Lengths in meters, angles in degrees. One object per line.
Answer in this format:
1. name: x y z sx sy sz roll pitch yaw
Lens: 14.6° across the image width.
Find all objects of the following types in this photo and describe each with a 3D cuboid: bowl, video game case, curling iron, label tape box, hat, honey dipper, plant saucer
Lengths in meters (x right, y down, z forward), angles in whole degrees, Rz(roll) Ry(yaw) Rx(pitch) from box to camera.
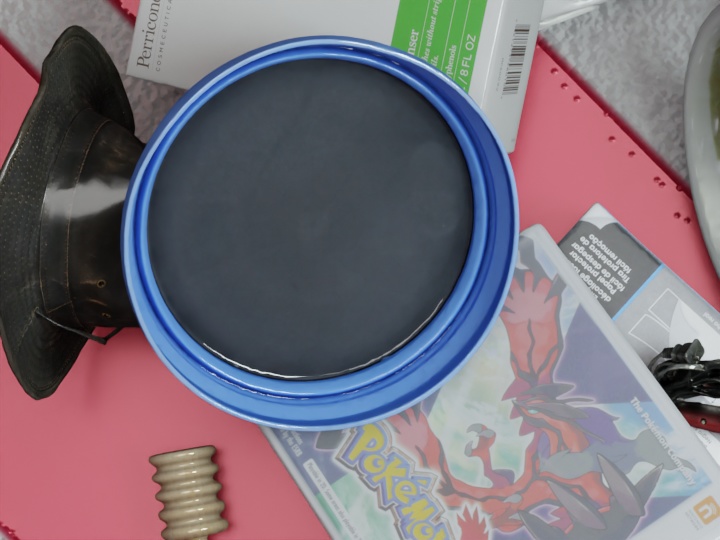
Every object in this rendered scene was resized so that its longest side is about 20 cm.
1. bowl: -0.021 -0.020 1.392 0.200 0.039 0.202 -4 108 -12
2. video game case: 0.070 0.101 1.421 0.182 0.023 0.200 -34 64 -2
3. curling iron: 0.235 0.081 1.414 0.199 0.050 0.026 18 53 19
4. label tape box: 0.111 0.087 1.491 0.144 0.063 0.200 42 88 7
5. hat: -0.123 -0.022 1.442 0.081 0.201 0.201 11 85 14
6. honey dipper: -0.081 0.195 1.508 0.038 0.038 0.201 -9 88 2
7. plant saucer: 0.230 -0.045 1.420 0.050 0.200 0.201 -14 83 -19

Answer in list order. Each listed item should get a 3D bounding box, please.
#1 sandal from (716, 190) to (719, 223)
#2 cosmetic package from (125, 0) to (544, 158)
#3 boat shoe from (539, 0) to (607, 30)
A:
1. sandal: 0.240 -0.107 1.504 0.079 0.057 0.202 11 88 8
2. cosmetic package: -0.012 -0.131 1.479 0.199 0.085 0.108 13 99 17
3. boat shoe: 0.097 -0.167 1.515 0.199 0.065 0.074 -22 84 0
